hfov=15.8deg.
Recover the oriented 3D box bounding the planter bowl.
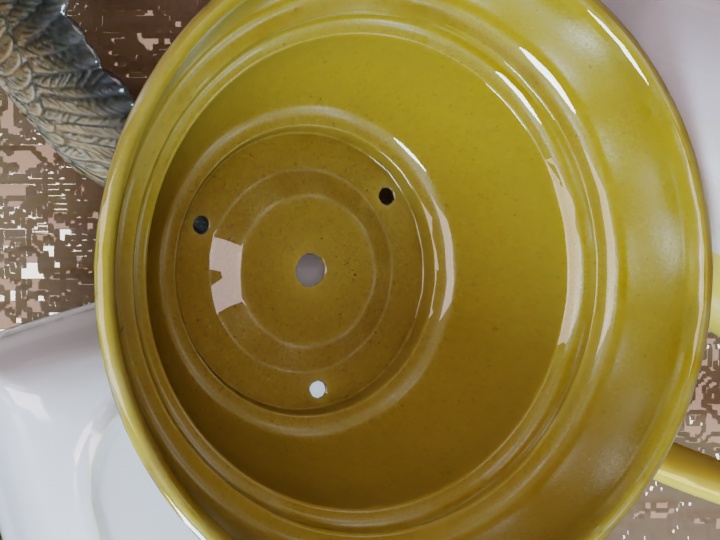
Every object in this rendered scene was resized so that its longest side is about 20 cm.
[{"bbox_3d":[0.000,0.000,0.775,0.200,0.083,0.201,-1,92,-27],"label":"planter bowl"}]

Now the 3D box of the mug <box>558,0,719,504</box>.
[{"bbox_3d":[0.130,-0.024,0.843,0.153,0.149,0.187,22,83,5],"label":"mug"}]

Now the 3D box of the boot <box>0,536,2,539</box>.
[{"bbox_3d":[-0.070,0.087,0.888,0.201,0.071,0.144,31,89,-10],"label":"boot"}]

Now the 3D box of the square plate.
[{"bbox_3d":[-0.015,0.090,0.844,0.198,0.028,0.200,-19,107,-23],"label":"square plate"}]

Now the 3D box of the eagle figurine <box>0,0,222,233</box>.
[{"bbox_3d":[-0.129,-0.080,0.840,0.151,0.152,0.200,-9,91,-22],"label":"eagle figurine"}]
